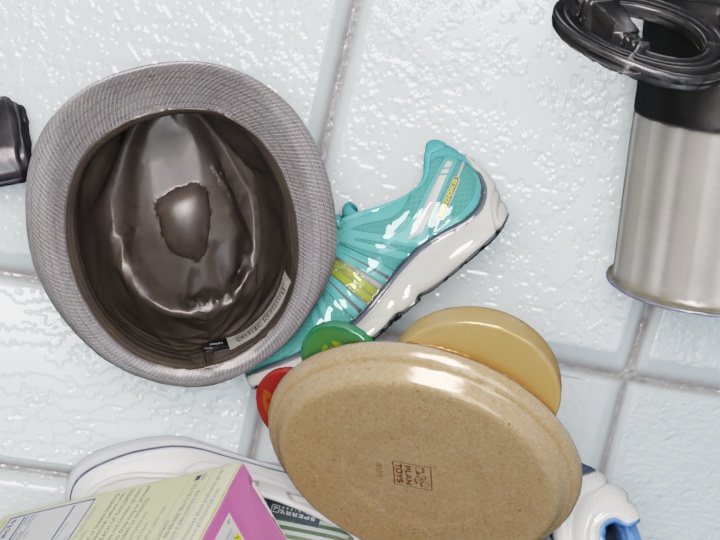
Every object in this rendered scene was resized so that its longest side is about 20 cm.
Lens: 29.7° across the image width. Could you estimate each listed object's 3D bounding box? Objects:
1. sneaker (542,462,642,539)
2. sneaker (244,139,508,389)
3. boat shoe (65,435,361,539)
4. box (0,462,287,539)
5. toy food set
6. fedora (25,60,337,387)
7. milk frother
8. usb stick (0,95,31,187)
[{"bbox_3d":[0.126,0.221,0.893,0.080,0.145,0.203,-9,109,-46],"label":"sneaker"},{"bbox_3d":[0.000,0.000,0.856,0.200,0.078,0.080,-40,88,2],"label":"sneaker"},{"bbox_3d":[-0.092,0.153,0.880,0.197,0.067,0.075,3,107,-11],"label":"boat shoe"},{"bbox_3d":[-0.128,0.233,0.839,0.198,0.097,0.177,-15,115,27],"label":"box"},{"bbox_3d":[0.034,0.103,0.808,0.196,0.049,0.201,-4,132,24],"label":"toy food set"},{"bbox_3d":[-0.105,-0.035,0.805,0.175,0.090,0.202,-18,113,-3],"label":"fedora"},{"bbox_3d":[0.186,-0.070,0.795,0.197,0.181,0.191,0,107,-13],"label":"milk frother"},{"bbox_3d":[-0.290,-0.058,0.790,0.197,0.033,0.056,-12,77,-6],"label":"usb stick"}]
